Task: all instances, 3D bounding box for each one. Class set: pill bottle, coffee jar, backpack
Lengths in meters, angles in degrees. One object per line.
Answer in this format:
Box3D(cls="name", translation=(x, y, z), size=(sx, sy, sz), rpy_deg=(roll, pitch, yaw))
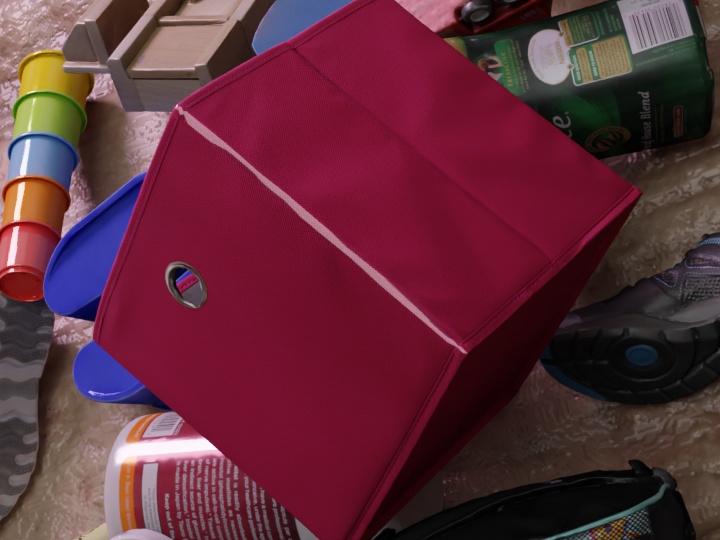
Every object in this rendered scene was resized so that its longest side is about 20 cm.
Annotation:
Box3D(cls="pill bottle", translation=(-0.054, 0.141, 1.075), size=(0.198, 0.113, 0.114), rpy_deg=(-7, 70, 23))
Box3D(cls="coffee jar", translation=(0.118, -0.110, 1.061), size=(0.198, 0.104, 0.086), rpy_deg=(-13, 66, 6))
Box3D(cls="backpack", translation=(0.085, 0.197, 0.937), size=(0.198, 0.176, 0.155), rpy_deg=(-10, 88, 0))

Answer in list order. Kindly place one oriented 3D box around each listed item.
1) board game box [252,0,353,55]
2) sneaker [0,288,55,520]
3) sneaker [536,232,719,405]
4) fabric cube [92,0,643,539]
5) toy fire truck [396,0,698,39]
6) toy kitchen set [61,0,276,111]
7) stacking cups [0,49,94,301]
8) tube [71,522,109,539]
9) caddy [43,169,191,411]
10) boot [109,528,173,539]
Box3D(cls="board game box", translation=(0.022, -0.118, 1.149), size=(0.157, 0.039, 0.201), rpy_deg=(-23, 75, -18))
Box3D(cls="sneaker", translation=(-0.276, 0.101, 1.232), size=(0.082, 0.074, 0.202), rpy_deg=(3, 74, 56))
Box3D(cls="sneaker", translation=(0.204, 0.025, 1.030), size=(0.198, 0.073, 0.082), rpy_deg=(-13, 44, 21))
Box3D(cls="fabric cube", translation=(0.000, 0.000, 0.954), size=(0.199, 0.200, 0.197), rpy_deg=(40, 134, 13))
Box3D(cls="toy fire truck", translation=(0.105, -0.169, 1.102), size=(0.199, 0.141, 0.049), rpy_deg=(-26, 64, 25))
Box3D(cls="toy kitchen set", translation=(-0.148, -0.236, 1.172), size=(0.162, 0.181, 0.201), rpy_deg=(3, 41, 25))
Box3D(cls="stacking cups", translation=(-0.237, -0.067, 1.237), size=(0.060, 0.061, 0.201), rpy_deg=(-12, 53, 21))
Box3D(cls="tube", translation=(-0.189, 0.200, 1.083), size=(0.057, 0.200, 0.052), rpy_deg=(0, 95, 6))
Box3D(cls="caddy", translation=(-0.120, 0.012, 1.154), size=(0.199, 0.105, 0.142), rpy_deg=(-34, 70, 30))
Box3D(cls="boot", translation=(-0.082, 0.240, 1.019), size=(0.199, 0.096, 0.074), rpy_deg=(27, 121, -2))
